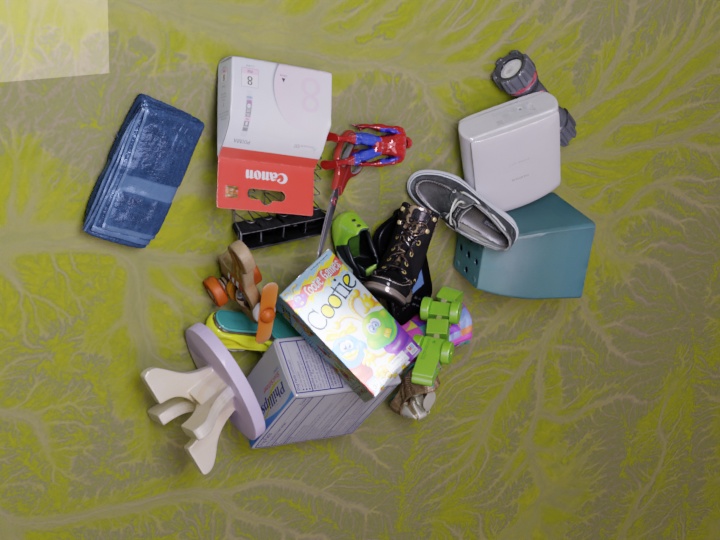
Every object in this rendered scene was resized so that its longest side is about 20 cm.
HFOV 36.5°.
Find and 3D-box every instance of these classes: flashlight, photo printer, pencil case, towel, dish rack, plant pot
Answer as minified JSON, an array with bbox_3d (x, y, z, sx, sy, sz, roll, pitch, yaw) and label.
[{"bbox_3d":[0.291,-0.275,1.788,0.068,0.068,0.200,-51,131,-3],"label":"flashlight"},{"bbox_3d":[0.245,-0.179,1.775,0.165,0.070,0.201,-19,140,-6],"label":"photo printer"},{"bbox_3d":[0.101,0.122,1.871,0.199,0.088,0.089,-24,127,-23],"label":"pencil case"},{"bbox_3d":[-0.293,-0.129,1.483,0.111,0.048,0.201,16,105,-40],"label":"towel"},{"bbox_3d":[-0.117,-0.140,1.593,0.152,0.054,0.202,-14,122,-29],"label":"dish rack"},{"bbox_3d":[0.269,-0.037,1.868,0.198,0.141,0.142,-5,118,-22],"label":"plant pot"}]

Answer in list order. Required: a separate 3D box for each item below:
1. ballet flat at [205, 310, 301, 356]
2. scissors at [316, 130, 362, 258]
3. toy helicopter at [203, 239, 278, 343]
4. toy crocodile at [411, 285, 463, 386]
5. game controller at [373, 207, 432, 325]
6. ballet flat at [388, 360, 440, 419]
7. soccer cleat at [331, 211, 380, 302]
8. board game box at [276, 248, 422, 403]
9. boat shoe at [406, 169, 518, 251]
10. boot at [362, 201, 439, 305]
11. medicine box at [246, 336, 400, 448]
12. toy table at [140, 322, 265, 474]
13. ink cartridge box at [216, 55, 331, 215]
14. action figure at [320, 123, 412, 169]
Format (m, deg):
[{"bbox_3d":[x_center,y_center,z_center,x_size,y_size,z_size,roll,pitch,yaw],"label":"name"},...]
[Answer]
[{"bbox_3d":[-0.157,0.103,1.705,0.199,0.067,0.067,10,131,-35],"label":"ballet flat"},{"bbox_3d":[-0.041,-0.118,1.625,0.201,0.014,0.073,-65,146,-27],"label":"scissors"},{"bbox_3d":[-0.163,0.022,1.561,0.079,0.133,0.200,-31,162,-16],"label":"toy helicopter"},{"bbox_3d":[0.127,0.106,1.803,0.062,0.067,0.201,76,26,-51],"label":"toy crocodile"},{"bbox_3d":[0.071,-0.007,1.793,0.104,0.042,0.201,-48,137,-39],"label":"game controller"},{"bbox_3d":[0.094,0.220,1.874,0.070,0.066,0.200,-23,158,-17],"label":"ballet flat"},{"bbox_3d":[0.000,0.000,1.734,0.067,0.081,0.201,-28,128,-18],"label":"soccer cleat"},{"bbox_3d":[-0.020,0.083,1.607,0.103,0.105,0.200,-43,88,-14],"label":"board game box"},{"bbox_3d":[0.163,-0.097,1.733,0.199,0.071,0.072,27,111,1],"label":"boat shoe"},{"bbox_3d":[0.065,-0.027,1.664,0.200,0.073,0.152,11,99,-77],"label":"boot"},{"bbox_3d":[-0.070,0.186,1.727,0.199,0.104,0.182,-3,148,-33],"label":"medicine box"},{"bbox_3d":[-0.238,0.194,1.631,0.117,0.183,0.201,-36,100,-26],"label":"toy table"},{"bbox_3d":[-0.118,-0.185,1.515,0.161,0.057,0.202,3,82,-34],"label":"ink cartridge box"},{"bbox_3d":[0.015,-0.187,1.639,0.199,0.051,0.066,-11,104,-48],"label":"action figure"}]
